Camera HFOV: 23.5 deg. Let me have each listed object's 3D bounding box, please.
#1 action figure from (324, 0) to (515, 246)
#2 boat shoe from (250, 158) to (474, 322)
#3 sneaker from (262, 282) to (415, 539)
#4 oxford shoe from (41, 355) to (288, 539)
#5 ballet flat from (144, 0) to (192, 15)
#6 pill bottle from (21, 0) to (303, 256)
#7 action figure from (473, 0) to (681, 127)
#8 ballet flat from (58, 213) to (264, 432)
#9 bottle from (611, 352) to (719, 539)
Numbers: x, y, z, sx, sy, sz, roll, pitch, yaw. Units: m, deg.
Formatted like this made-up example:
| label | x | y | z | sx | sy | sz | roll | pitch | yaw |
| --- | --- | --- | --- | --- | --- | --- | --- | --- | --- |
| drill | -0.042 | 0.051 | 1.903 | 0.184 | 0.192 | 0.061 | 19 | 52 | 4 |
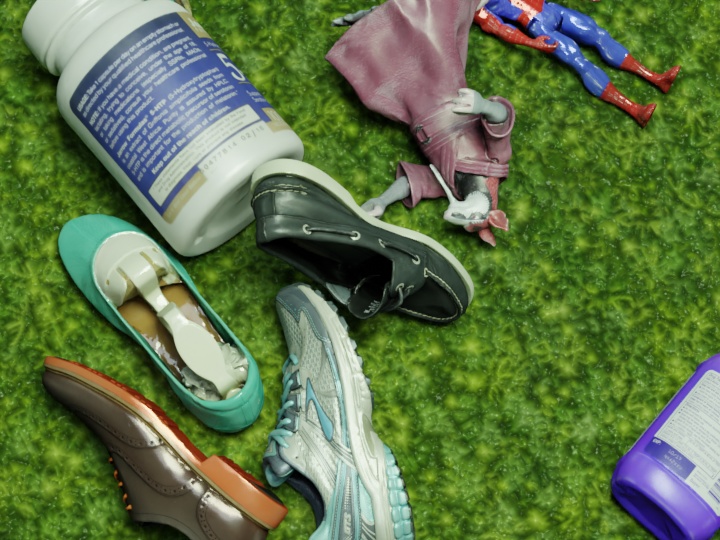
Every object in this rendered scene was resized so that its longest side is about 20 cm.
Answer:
| label | x | y | z | sx | sy | sz | roll | pitch | yaw |
| --- | --- | --- | --- | --- | --- | --- | --- | --- | --- |
| action figure | 0.059 | -0.110 | 1.285 | 0.149 | 0.133 | 0.201 | -23 | 86 | -58 |
| boat shoe | 0.002 | -0.001 | 1.192 | 0.199 | 0.074 | 0.067 | 37 | 46 | -37 |
| sneaker | -0.031 | 0.105 | 1.187 | 0.086 | 0.078 | 0.201 | -18 | 73 | -10 |
| oxford shoe | -0.147 | 0.130 | 1.166 | 0.199 | 0.071 | 0.073 | 35 | 87 | 15 |
| ballet flat | -0.200 | -0.254 | 1.306 | 0.199 | 0.071 | 0.071 | 31 | 69 | 4 |
| pill bottle | -0.145 | -0.121 | 1.230 | 0.119 | 0.120 | 0.200 | -38 | 79 | -19 |
| action figure | 0.151 | -0.189 | 1.337 | 0.199 | 0.052 | 0.066 | 32 | 73 | 7 |
| ballet flat | -0.136 | 0.025 | 1.204 | 0.067 | 0.070 | 0.200 | -39 | 79 | -18 |
| bottle | 0.265 | 0.103 | 1.232 | 0.083 | 0.065 | 0.200 | 40 | 70 | 7 |
